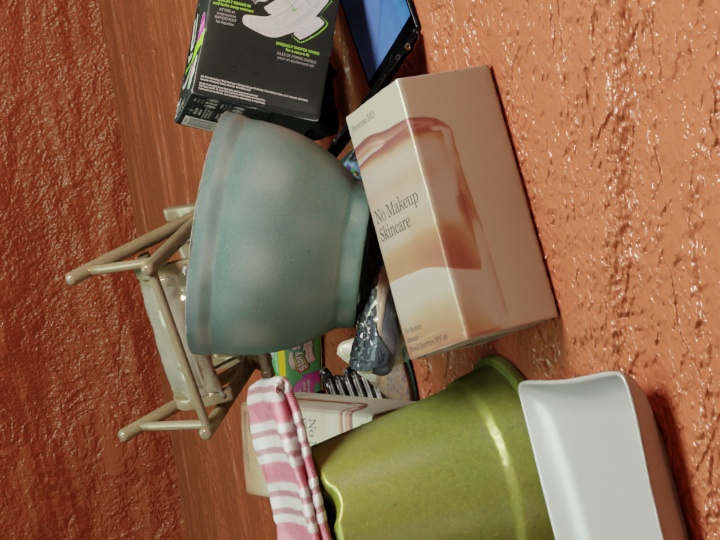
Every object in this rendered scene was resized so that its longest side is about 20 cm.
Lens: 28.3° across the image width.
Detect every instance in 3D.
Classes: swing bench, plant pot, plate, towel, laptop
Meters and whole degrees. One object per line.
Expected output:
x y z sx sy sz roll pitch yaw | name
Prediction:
-0.186 0.051 1.546 0.129 0.200 0.201 -5 110 33 | swing bench
-0.058 -0.021 1.173 0.200 0.133 0.202 9 -90 -88 | plant pot
0.180 0.169 1.003 0.200 0.032 0.202 155 101 -75 | plate
-0.059 0.188 1.190 0.146 0.030 0.202 151 106 -74 | towel
-0.020 -0.190 1.286 0.103 0.201 0.177 36 163 -2 | laptop
0.052 0.190 1.194 0.200 0.182 0.202 167 90 -75 | plant pot

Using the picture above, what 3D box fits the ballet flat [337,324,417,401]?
0.002 0.056 1.486 0.068 0.067 0.202 139 116 -72 | ballet flat

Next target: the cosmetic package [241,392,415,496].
-0.026 0.184 1.460 0.199 0.087 0.105 -3 92 45 | cosmetic package

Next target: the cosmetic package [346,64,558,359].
0.068 -0.043 1.097 0.103 0.087 0.202 -30 73 63 | cosmetic package

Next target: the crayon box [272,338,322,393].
-0.102 0.044 1.874 0.173 0.058 0.201 -121 23 -46 | crayon box

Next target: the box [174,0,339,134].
-0.094 -0.236 1.357 0.148 0.123 0.202 159 122 -75 | box

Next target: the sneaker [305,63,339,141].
-0.083 -0.142 1.513 0.110 0.077 0.202 23 108 23 | sneaker

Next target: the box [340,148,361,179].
-0.049 -0.045 1.476 0.038 0.137 0.200 36 167 -7 | box

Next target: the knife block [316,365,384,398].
0.005 0.207 1.609 0.175 0.063 0.202 -149 48 -70 | knife block

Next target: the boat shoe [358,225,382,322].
0.000 0.000 1.313 0.071 0.066 0.201 17 153 40 | boat shoe

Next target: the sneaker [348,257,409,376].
0.046 0.035 1.191 0.200 0.086 0.078 -64 -9 -68 | sneaker
